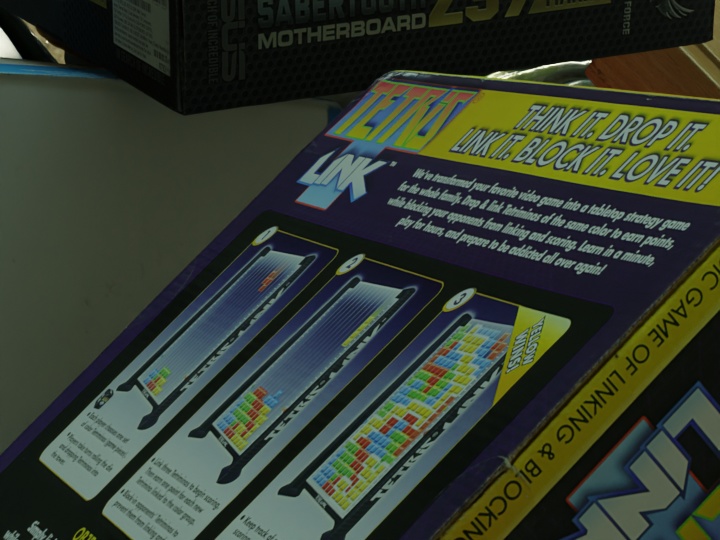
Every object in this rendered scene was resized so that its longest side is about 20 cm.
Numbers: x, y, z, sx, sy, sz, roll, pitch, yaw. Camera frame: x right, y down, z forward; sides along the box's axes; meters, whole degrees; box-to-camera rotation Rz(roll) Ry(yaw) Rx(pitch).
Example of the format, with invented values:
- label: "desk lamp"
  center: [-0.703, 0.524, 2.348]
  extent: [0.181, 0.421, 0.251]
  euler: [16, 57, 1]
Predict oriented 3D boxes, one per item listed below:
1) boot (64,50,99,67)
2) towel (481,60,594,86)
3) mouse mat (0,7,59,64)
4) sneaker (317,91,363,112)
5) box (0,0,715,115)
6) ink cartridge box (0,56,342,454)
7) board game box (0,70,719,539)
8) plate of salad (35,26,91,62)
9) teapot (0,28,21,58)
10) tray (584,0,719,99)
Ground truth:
- label: "boot"
  center: [-0.046, -0.070, 0.901]
  extent: [0.144, 0.073, 0.200]
  euler: [32, -6, -25]
- label: "towel"
  center: [0.034, -0.024, 1.039]
  extent: [0.171, 0.200, 0.048]
  euler: [-11, 59, -54]
- label: "mouse mat"
  center: [-0.129, -0.046, 1.011]
  extent: [0.008, 0.200, 0.161]
  euler: [-38, -10, -21]
- label: "sneaker"
  center: [0.000, 0.000, 0.744]
  extent: [0.078, 0.116, 0.200]
  euler: [-23, -5, -12]
- label: "box"
  center: [-0.017, -0.098, 0.657]
  extent: [0.157, 0.051, 0.200]
  euler: [-9, 21, -24]
- label: "ink cartridge box"
  center: [-0.127, 0.009, 0.681]
  extent: [0.144, 0.148, 0.199]
  euler: [0, 8, -41]
- label: "board game box"
  center: [0.001, 0.039, 0.442]
  extent: [0.057, 0.165, 0.200]
  euler: [49, -10, -19]
- label: "plate of salad"
  center: [-0.029, -0.084, 0.803]
  extent: [0.199, 0.048, 0.200]
  euler: [1, 8, 0]
- label: "teapot"
  center: [-0.190, -0.015, 0.930]
  extent: [0.146, 0.198, 0.200]
  euler: [43, 45, 14]
- label: "tray"
  center: [0.170, -0.015, 0.708]
  extent: [0.098, 0.037, 0.200]
  euler: [-21, 63, -44]
